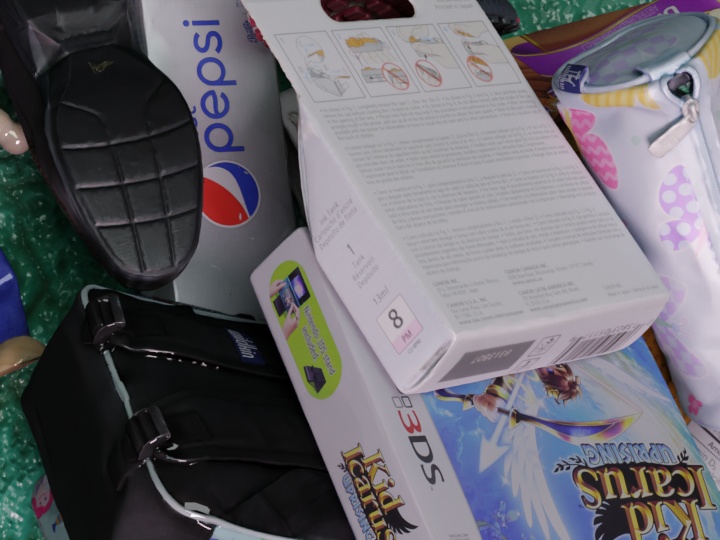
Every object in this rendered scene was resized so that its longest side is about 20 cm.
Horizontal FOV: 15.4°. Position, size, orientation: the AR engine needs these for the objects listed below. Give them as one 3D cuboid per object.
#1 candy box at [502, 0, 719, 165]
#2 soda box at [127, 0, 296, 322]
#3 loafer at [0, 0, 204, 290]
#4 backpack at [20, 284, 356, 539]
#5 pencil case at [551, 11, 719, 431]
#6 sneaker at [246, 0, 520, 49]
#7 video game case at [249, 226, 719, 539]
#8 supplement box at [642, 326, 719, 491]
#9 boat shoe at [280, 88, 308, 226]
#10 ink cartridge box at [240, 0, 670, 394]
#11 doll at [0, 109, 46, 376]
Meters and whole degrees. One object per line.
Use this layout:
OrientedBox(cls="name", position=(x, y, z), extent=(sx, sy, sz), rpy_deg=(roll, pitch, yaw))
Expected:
OrientedBox(cls="candy box", position=(0.122, -0.074, 1.349), extent=(0.199, 0.057, 0.117), rpy_deg=(-16, 41, -20))
OrientedBox(cls="soda box", position=(-0.078, -0.065, 1.309), extent=(0.068, 0.063, 0.201), rpy_deg=(-4, 78, -20))
OrientedBox(cls="loafer", position=(-0.126, -0.070, 1.261), extent=(0.073, 0.072, 0.200), rpy_deg=(-8, 60, -22))
OrientedBox(cls="backpack", position=(-0.045, 0.104, 1.212), extent=(0.200, 0.151, 0.178), rpy_deg=(6, 36, -30))
OrientedBox(cls="pencil case", position=(0.162, -0.023, 1.259), extent=(0.083, 0.091, 0.200), rpy_deg=(-32, 114, -22))
OrientedBox(cls="sneaker", position=(0.003, -0.149, 1.316), extent=(0.200, 0.080, 0.075), rpy_deg=(-1, 74, -61))
OrientedBox(cls="video game case", position=(0.066, 0.069, 1.193), extent=(0.200, 0.045, 0.182), rpy_deg=(2, 56, -43))
OrientedBox(cls="supplement box", position=(0.140, 0.074, 1.345), extent=(0.200, 0.067, 0.069), rpy_deg=(44, 65, -4))
OrientedBox(cls="boat shoe", position=(0.000, 0.000, 1.322), extent=(0.065, 0.074, 0.200), rpy_deg=(-14, 71, -16))
OrientedBox(cls="ink cartridge box", position=(0.032, -0.045, 1.196), extent=(0.162, 0.057, 0.200), rpy_deg=(-9, 56, -48))
OrientedBox(cls="doll", position=(-0.214, -0.040, 1.262), extent=(0.136, 0.048, 0.200), rpy_deg=(-24, 91, -22))
